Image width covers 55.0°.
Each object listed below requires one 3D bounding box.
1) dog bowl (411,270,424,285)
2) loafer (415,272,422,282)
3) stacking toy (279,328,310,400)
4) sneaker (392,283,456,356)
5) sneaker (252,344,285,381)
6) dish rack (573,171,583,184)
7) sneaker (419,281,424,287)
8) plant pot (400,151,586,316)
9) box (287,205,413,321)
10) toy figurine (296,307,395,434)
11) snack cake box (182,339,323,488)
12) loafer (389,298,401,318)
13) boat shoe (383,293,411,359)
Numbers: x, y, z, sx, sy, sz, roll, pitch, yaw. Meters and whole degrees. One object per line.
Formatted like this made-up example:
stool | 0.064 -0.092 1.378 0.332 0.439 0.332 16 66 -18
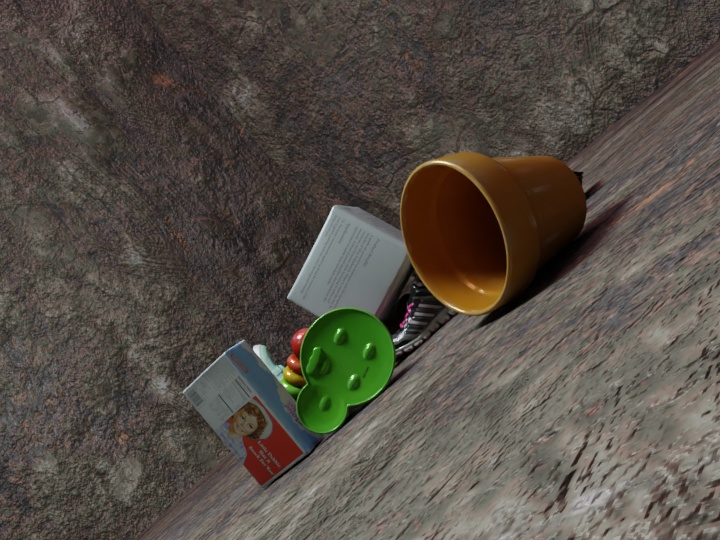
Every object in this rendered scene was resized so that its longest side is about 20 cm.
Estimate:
dog bowl | 0.179 -0.046 1.423 0.200 0.200 0.059 -42 12 26
loafer | 0.177 -0.013 1.318 0.075 0.070 0.200 -4 -3 38
stacking toy | -0.108 0.192 1.168 0.085 0.085 0.201 -34 -42 -71
sneaker | 0.103 0.070 1.218 0.200 0.087 0.074 -41 1 3
sneaker | -0.114 0.202 1.290 0.118 0.201 0.074 -33 -21 -3
dish rack | 0.319 -0.148 1.325 0.199 0.055 0.153 -7 2 27
sneaker | 0.194 -0.016 1.599 0.200 0.089 0.074 -21 -12 -43
plant pot | 0.183 -0.066 0.894 0.183 0.201 0.200 -22 -11 -29
box | 0.000 0.000 1.324 0.199 0.171 0.200 -62 -10 10
toy figurine | -0.013 0.169 1.135 0.200 0.150 0.184 -65 -15 -4
snack cake box | -0.168 0.225 1.088 0.115 0.200 0.067 -41 -3 23
loafer | 0.104 0.093 1.502 0.200 0.072 0.063 -22 -14 -36
boat shoe | 0.078 0.121 1.332 0.200 0.072 0.065 -56 -25 -53
